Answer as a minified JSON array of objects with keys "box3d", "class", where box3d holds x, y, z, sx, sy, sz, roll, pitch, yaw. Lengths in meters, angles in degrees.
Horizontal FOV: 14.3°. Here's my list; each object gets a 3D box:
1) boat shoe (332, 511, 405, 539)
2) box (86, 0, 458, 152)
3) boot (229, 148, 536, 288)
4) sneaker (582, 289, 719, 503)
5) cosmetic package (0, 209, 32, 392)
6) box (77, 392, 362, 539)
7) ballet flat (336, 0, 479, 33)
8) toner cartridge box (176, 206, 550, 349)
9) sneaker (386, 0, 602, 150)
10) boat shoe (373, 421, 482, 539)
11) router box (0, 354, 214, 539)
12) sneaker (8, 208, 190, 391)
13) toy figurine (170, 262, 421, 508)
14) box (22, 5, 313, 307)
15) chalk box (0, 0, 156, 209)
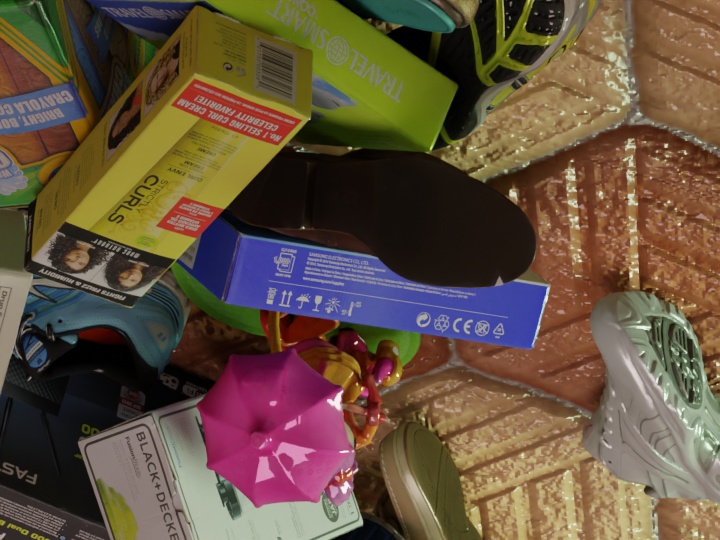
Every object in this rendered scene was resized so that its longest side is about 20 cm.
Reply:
[{"box3d":[-0.015,0.205,1.940,0.200,0.072,0.073,19,150,51],"class":"boat shoe"},{"box3d":[-0.056,-0.130,1.563,0.200,0.048,0.122,32,165,-35],"class":"box"},{"box3d":[0.041,-0.036,1.627,0.185,0.200,0.065,17,97,20],"class":"boot"},{"box3d":[0.178,0.091,1.831,0.099,0.078,0.200,-12,134,26],"class":"sneaker"},{"box3d":[-0.302,0.010,1.695,0.199,0.073,0.104,9,122,-18],"class":"cosmetic package"},{"box3d":[-0.085,0.134,1.808,0.060,0.200,0.117,-20,89,28],"class":"box"},{"box3d":[-0.004,-0.169,1.567,0.199,0.071,0.071,10,150,47],"class":"ballet flat"},{"box3d":[0.000,0.000,1.661,0.199,0.095,0.043,9,104,-25],"class":"toner cartridge box"},{"box3d":[0.074,-0.124,1.606,0.200,0.076,0.076,-26,90,55],"class":"sneaker"},{"box3d":[0.039,0.178,1.948,0.064,0.072,0.200,-7,137,15],"class":"boat shoe"},{"box3d":[-0.196,0.110,1.850,0.199,0.150,0.062,23,135,-17],"class":"router box"},{"box3d":[-0.205,0.020,1.797,0.199,0.090,0.079,16,138,-10],"class":"sneaker"},{"box3d":[-0.036,0.071,1.753,0.150,0.185,0.200,-21,133,24],"class":"toy figurine"},{"box3d":[-0.105,-0.058,1.539,0.075,0.050,0.200,21,139,-26],"class":"box"},{"box3d":[-0.196,-0.115,1.622,0.124,0.124,0.201,-6,136,15],"class":"chalk box"}]
